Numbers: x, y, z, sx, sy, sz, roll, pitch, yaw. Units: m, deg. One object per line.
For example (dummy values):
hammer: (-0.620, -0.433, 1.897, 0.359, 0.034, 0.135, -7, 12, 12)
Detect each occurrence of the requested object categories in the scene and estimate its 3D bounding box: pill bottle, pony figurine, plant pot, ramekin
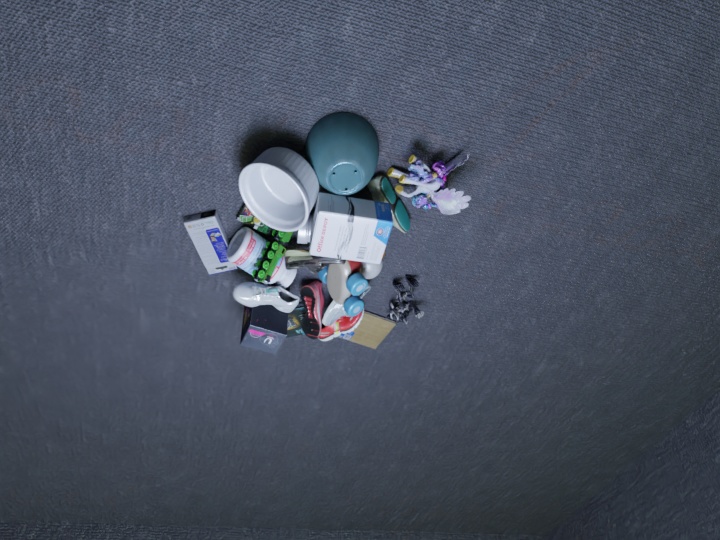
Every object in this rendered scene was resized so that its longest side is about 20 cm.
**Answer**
pill bottle: (-0.081, -0.114, 1.474, 0.193, 0.113, 0.113, 3, 133, -9)
pony figurine: (0.193, -0.233, 1.394, 0.196, 0.172, 0.191, 20, 160, -27)
pill bottle: (-0.285, -0.030, 1.527, 0.108, 0.111, 0.198, -38, 127, 26)
plant pot: (-0.043, -0.271, 1.320, 0.193, 0.137, 0.204, -3, 133, -3)
ramekin: (-0.199, -0.208, 1.313, 0.195, 0.099, 0.204, 17, 138, 15)

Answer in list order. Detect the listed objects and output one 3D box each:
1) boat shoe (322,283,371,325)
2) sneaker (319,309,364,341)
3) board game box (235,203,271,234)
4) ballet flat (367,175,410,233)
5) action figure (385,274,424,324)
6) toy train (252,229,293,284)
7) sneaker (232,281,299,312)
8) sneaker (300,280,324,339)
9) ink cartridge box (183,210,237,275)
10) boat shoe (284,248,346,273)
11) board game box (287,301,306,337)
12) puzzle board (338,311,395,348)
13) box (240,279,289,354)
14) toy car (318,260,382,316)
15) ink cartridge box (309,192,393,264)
boat shoe: (-0.043, 0.108, 1.661, 0.202, 0.071, 0.070, -51, 162, 6)
sneaker: (-0.077, 0.167, 1.732, 0.197, 0.078, 0.085, -31, 126, 16)
board game box: (-0.257, -0.194, 1.442, 0.103, 0.024, 0.201, 21, 127, -26)
ballet flat: (0.079, -0.187, 1.475, 0.061, 0.068, 0.202, -2, 136, 35)
action figure: (0.143, 0.121, 1.725, 0.115, 0.103, 0.204, -12, 132, -11)
toy train: (-0.242, -0.052, 1.470, 0.041, 0.204, 0.056, 3, 152, 41)
sneaker: (-0.271, 0.067, 1.528, 0.195, 0.078, 0.088, 13, 156, -24)
sneaker: (-0.142, 0.127, 1.684, 0.072, 0.087, 0.206, 14, 120, 23)
ink cartridge box: (-0.430, -0.077, 1.517, 0.092, 0.038, 0.204, -11, 130, 2)
boat shoe: (-0.128, -0.025, 1.485, 0.194, 0.067, 0.073, 4, -178, 26)
board game box: (-0.240, 0.172, 1.772, 0.193, 0.029, 0.138, -10, 133, 1)
puzzle board: (0.007, 0.200, 1.838, 0.195, 0.018, 0.152, 21, 128, -23)
box: (-0.293, 0.135, 1.612, 0.119, 0.204, 0.107, 17, 132, -22)
toy car: (0.000, 0.000, 1.582, 0.196, 0.185, 0.180, -21, 141, -28)
ink cartridge box: (-0.028, -0.108, 1.355, 0.193, 0.086, 0.147, 7, 133, -12)
